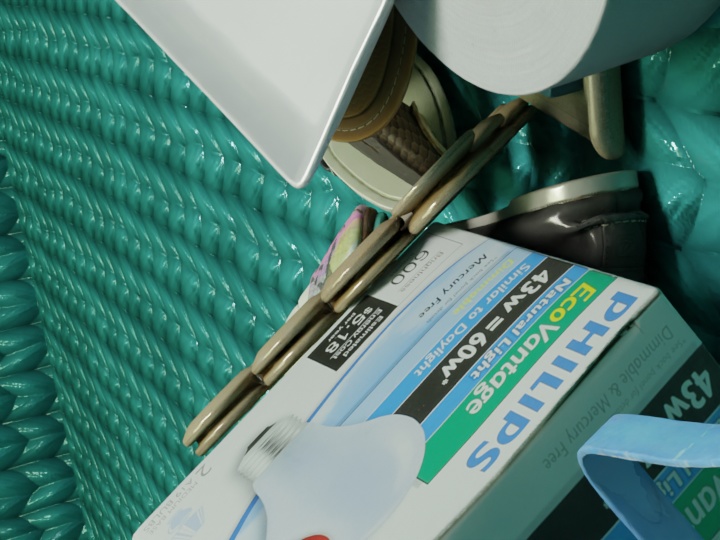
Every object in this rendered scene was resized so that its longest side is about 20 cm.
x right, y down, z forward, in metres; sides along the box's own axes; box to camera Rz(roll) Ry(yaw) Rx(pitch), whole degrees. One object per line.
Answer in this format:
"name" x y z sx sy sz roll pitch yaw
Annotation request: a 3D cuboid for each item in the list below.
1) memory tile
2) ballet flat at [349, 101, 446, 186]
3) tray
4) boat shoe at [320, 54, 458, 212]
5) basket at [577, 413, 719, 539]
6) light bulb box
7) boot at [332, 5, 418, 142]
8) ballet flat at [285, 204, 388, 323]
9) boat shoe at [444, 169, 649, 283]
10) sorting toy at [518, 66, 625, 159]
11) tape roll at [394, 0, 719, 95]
"memory tile" 0.000 0.000 1.053 0.017 0.200 0.153 44 -158 1
"ballet flat" -0.023 -0.111 1.127 0.200 0.046 0.067 42 172 -1
"tray" -0.044 -0.125 0.984 0.200 0.022 0.108 47 118 46
"boat shoe" 0.005 -0.081 1.235 0.199 0.074 0.066 46 176 44
"basket" 0.155 0.122 0.673 0.200 0.139 0.176 47 168 -9
"light bulb box" 0.042 0.101 0.914 0.125 0.198 0.200 48 168 -22
"boot" 0.001 -0.137 1.079 0.155 0.073 0.201 53 -151 -71
"ballet flat" -0.008 0.066 1.195 0.069 0.071 0.201 -53 -43 -63
"boat shoe" 0.075 0.000 1.044 0.200 0.067 0.057 155 106 -71
"sorting toy" 0.060 -0.160 1.012 0.200 0.036 0.186 -132 31 -61
"tape roll" 0.063 -0.170 0.867 0.200 0.066 0.201 45 145 44
